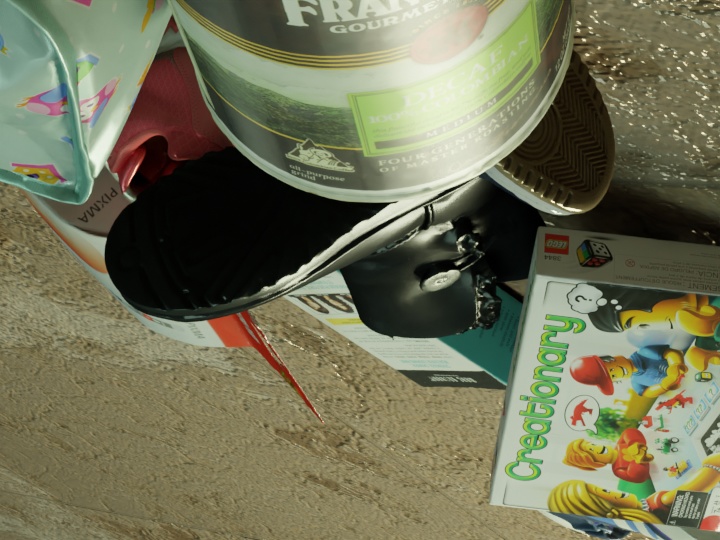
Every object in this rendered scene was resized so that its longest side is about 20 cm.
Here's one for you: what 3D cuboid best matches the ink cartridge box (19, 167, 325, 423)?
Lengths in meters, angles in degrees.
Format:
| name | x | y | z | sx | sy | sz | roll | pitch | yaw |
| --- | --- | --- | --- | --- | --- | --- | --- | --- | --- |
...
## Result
| name | x | y | z | sx | sy | sz | roll | pitch | yaw |
| --- | --- | --- | --- | --- | --- | --- | --- | --- | --- |
| ink cartridge box | -0.114 | 0.008 | 1.332 | 0.200 | 0.050 | 0.162 | 47 | 173 | 26 |

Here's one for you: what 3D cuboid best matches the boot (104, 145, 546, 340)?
| name | x | y | z | sx | sy | sz | roll | pitch | yaw |
| --- | --- | --- | --- | --- | --- | --- | --- | --- | --- |
| boot | -0.008 | -0.005 | 1.127 | 0.076 | 0.200 | 0.168 | 63 | 178 | 28 |

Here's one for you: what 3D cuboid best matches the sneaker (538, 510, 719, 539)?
| name | x | y | z | sx | sy | sz | roll | pitch | yaw |
| --- | --- | --- | --- | --- | --- | --- | --- | --- | --- |
| sneaker | 0.183 | 0.132 | 1.441 | 0.200 | 0.081 | 0.146 | 17 | 170 | 3 |

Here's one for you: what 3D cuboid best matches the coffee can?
| name | x | y | z | sx | sy | sz | roll | pitch | yaw |
| --- | --- | --- | --- | --- | --- | --- | --- | --- | --- |
| coffee can | -0.003 | -0.128 | 0.793 | 0.146 | 0.146 | 0.200 | 17 | 162 | 13 |

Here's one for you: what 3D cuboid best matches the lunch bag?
| name | x | y | z | sx | sy | sz | roll | pitch | yaw |
| --- | --- | --- | --- | --- | --- | --- | --- | --- | --- |
| lunch bag | -0.125 | -0.142 | 0.851 | 0.122 | 0.171 | 0.200 | 17 | 160 | 6 |

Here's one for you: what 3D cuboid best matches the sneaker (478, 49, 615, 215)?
| name | x | y | z | sx | sy | sz | roll | pitch | yaw |
| --- | --- | --- | --- | --- | --- | --- | --- | --- | --- |
| sneaker | 0.012 | -0.088 | 1.006 | 0.200 | 0.070 | 0.108 | 38 | 152 | -23 |

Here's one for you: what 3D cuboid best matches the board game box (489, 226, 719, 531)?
| name | x | y | z | sx | sy | sz | roll | pitch | yaw |
| --- | --- | --- | --- | --- | --- | --- | --- | --- | --- |
| board game box | 0.138 | 0.058 | 1.192 | 0.126 | 0.035 | 0.200 | 6 | 141 | 1 |

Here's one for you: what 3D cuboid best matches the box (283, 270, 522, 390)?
| name | x | y | z | sx | sy | sz | roll | pitch | yaw |
| --- | --- | --- | --- | --- | --- | --- | --- | --- | --- |
| box | 0.000 | 0.000 | 1.303 | 0.200 | 0.049 | 0.082 | 34 | 159 | -32 |

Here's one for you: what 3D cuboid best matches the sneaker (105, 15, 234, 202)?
| name | x | y | z | sx | sy | sz | roll | pitch | yaw |
| --- | --- | --- | --- | --- | --- | --- | --- | --- | --- |
| sneaker | -0.108 | -0.072 | 1.166 | 0.074 | 0.087 | 0.200 | 30 | 160 | -21 |
